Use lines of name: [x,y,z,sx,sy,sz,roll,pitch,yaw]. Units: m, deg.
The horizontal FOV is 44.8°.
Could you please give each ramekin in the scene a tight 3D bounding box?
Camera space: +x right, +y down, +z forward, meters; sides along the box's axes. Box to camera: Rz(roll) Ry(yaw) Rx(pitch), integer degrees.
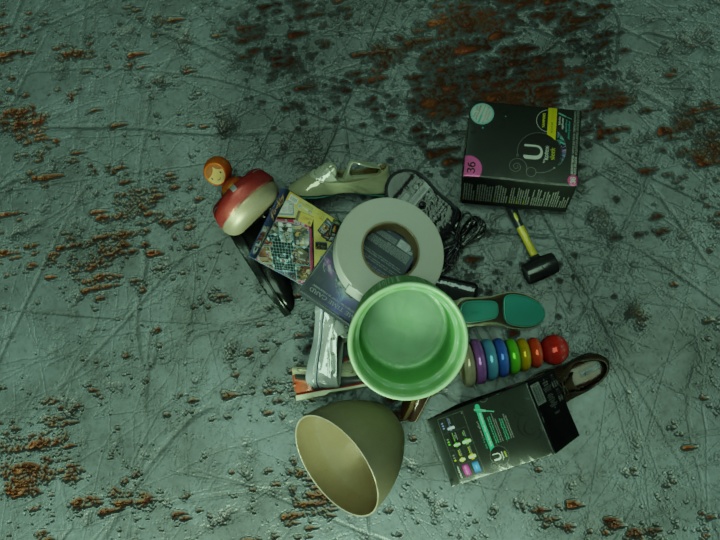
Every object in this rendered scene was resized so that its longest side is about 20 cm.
ramekin: [0.075,0.105,1.458,0.197,0.098,0.203,0,103,-2]

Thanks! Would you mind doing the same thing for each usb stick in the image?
usb stick: [0.119,0.028,1.610,0.198,0.033,0.056,13,118,7]

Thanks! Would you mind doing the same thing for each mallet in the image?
mallet: [0.290,-0.069,1.615,0.065,0.041,0.201,-30,77,-3]

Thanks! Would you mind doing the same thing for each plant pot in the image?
plant pot: [0.001,0.306,1.528,0.134,0.200,0.201,-32,79,-36]

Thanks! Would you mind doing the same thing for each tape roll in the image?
tape roll: [0.049,-0.030,1.545,0.200,0.037,0.205,4,71,-12]

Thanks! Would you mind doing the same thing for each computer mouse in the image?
computer mouse: [0.123,-0.103,1.627,0.138,0.053,0.200,-45,93,-1]

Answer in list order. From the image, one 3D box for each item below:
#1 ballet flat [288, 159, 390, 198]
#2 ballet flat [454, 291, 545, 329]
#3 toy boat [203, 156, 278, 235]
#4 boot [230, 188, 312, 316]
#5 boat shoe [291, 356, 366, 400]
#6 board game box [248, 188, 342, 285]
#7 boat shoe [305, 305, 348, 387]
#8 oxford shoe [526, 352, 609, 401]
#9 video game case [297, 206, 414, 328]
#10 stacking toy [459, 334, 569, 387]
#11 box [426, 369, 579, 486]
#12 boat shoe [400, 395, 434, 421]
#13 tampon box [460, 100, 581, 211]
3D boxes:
ballet flat: [-0.035,-0.174,1.617,0.197,0.069,0.070,-3,82,-16]
ballet flat: [0.241,0.070,1.577,0.198,0.062,0.068,5,87,-26]
toy boat: [-0.231,-0.150,1.577,0.130,0.200,0.131,-44,107,-3]
boot: [-0.132,-0.037,1.630,0.162,0.073,0.199,-33,83,-6]
boat shoe: [-0.029,0.190,1.592,0.198,0.071,0.063,-11,79,7]
board game box: [-0.091,-0.042,1.578,0.199,0.034,0.137,30,84,-35]
boat shoe: [-0.046,0.111,1.556,0.066,0.074,0.203,6,83,17]
oxford shoe: [0.351,0.204,1.549,0.199,0.084,0.073,-33,83,2]
video game case: [0.000,0.000,1.556,0.142,0.019,0.201,34,68,1]
stacking toy: [0.276,0.151,1.570,0.197,0.085,0.086,-10,82,-3]
box: [0.242,0.267,1.484,0.199,0.148,0.126,-26,80,29]
boat shoe: [0.127,0.184,1.561,0.070,0.071,0.202,14,108,-11]
tampon box: [0.285,-0.204,1.572,0.197,0.126,0.152,6,72,6]
